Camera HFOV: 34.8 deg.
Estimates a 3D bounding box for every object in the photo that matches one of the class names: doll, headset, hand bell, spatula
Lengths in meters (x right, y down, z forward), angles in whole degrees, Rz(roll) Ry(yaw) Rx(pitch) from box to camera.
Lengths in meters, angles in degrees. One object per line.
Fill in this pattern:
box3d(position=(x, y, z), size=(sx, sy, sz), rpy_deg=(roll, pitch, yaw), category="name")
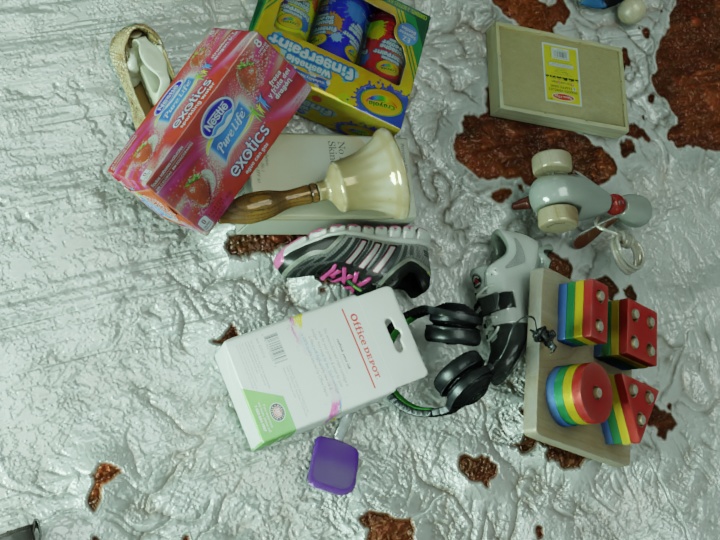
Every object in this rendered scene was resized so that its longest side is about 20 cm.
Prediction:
box3d(position=(0.331, -0.428, 1.588), size=(0.136, 0.048, 0.200), rpy_deg=(-37, 94, -11), category="doll")
box3d(position=(0.117, 0.094, 1.288), size=(0.094, 0.199, 0.124), rpy_deg=(16, 60, -65), category="headset")
box3d(position=(-0.057, -0.080, 1.230), size=(0.199, 0.104, 0.104), rpy_deg=(-15, 81, -13), category="hand bell")
box3d(position=(-0.012, 0.153, 1.282), size=(0.056, 0.021, 0.201), rpy_deg=(22, 67, -15), category="spatula")

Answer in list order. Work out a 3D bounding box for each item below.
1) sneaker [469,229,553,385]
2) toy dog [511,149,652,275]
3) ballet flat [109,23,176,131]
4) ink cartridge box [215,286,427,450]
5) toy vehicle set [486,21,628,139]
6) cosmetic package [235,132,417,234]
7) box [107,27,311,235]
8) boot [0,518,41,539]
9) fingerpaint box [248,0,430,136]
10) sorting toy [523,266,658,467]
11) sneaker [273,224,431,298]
box3d(position=(0.163, 0.040, 1.370), size=(0.088, 0.074, 0.200), rpy_deg=(24, 59, -11), category="sneaker")
box3d(position=(0.272, -0.079, 1.454), size=(0.200, 0.096, 0.132), rpy_deg=(33, 60, -28), category="toy dog")
box3d(position=(-0.220, -0.182, 1.264), size=(0.070, 0.065, 0.200), rpy_deg=(-26, 87, -29), category="ballet flat")
box3d(position=(-0.042, 0.104, 1.242), size=(0.199, 0.067, 0.117), rpy_deg=(-19, 78, -20), category="ink cartridge box")
box3d(position=(0.262, -0.251, 1.520), size=(0.199, 0.027, 0.125), rpy_deg=(7, 72, -22), category="toy vehicle set")
box3d(position=(-0.043, -0.097, 1.314), size=(0.199, 0.073, 0.104), rpy_deg=(-2, 77, -24), category="cosmetic package")
box3d(position=(-0.158, -0.148, 1.205), size=(0.095, 0.100, 0.200), rpy_deg=(42, 77, -36), category="box")
box3d(position=(-0.356, 0.342, 1.056), size=(0.200, 0.069, 0.174), rpy_deg=(-26, 81, -32), category="boot")
box3d(position=(-0.032, -0.263, 1.366), size=(0.200, 0.073, 0.167), rpy_deg=(23, 67, -16), category="fingerpaint box")
box3d(position=(0.282, 0.115, 1.356), size=(0.200, 0.069, 0.199), rpy_deg=(24, 64, -42), category="sorting toy")
box3d(position=(0.000, 0.000, 1.302), size=(0.199, 0.074, 0.088), rpy_deg=(-3, 70, -30), category="sneaker")
